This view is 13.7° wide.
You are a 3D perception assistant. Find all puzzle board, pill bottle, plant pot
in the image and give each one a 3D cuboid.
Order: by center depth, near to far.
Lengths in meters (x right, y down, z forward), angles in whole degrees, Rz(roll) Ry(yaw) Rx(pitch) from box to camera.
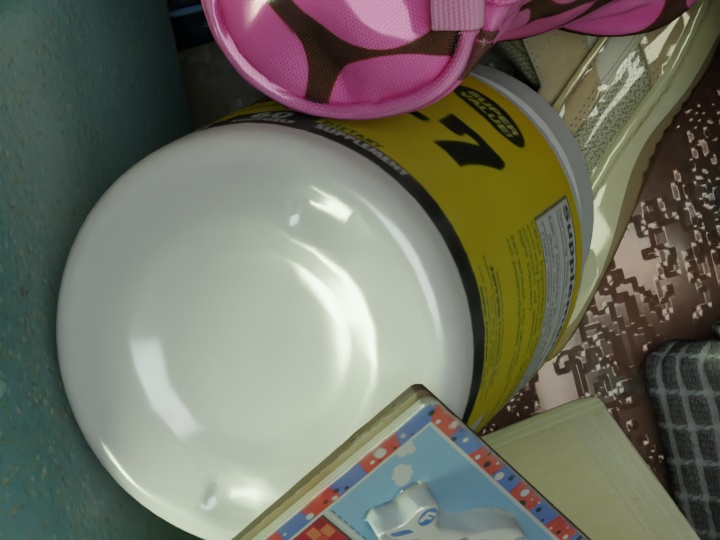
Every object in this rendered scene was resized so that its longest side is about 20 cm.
[{"bbox_3d":[0.011,0.127,0.813,0.151,0.017,0.200,-41,136,5],"label":"puzzle board"},{"bbox_3d":[-0.155,0.019,0.849,0.195,0.200,0.197,-12,96,13],"label":"plant pot"},{"bbox_3d":[0.000,0.000,0.860,0.114,0.200,0.115,4,103,16],"label":"pill bottle"}]

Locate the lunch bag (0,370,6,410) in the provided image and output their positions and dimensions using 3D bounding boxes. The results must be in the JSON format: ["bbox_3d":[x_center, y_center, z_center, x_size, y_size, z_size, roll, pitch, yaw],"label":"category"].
[{"bbox_3d":[-0.188,0.055,0.675,0.199,0.160,0.077,-30,90,14],"label":"lunch bag"}]

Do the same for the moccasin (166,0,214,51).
[{"bbox_3d":[0.001,-0.121,0.957,0.200,0.068,0.081,-34,97,-5],"label":"moccasin"}]

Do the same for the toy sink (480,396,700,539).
[{"bbox_3d":[0.015,0.150,0.931,0.199,0.112,0.131,-21,121,-7],"label":"toy sink"}]

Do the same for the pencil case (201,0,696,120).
[{"bbox_3d":[0.038,-0.093,0.837,0.093,0.200,0.091,22,113,22],"label":"pencil case"}]

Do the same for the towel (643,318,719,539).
[{"bbox_3d":[0.156,0.108,0.945,0.085,0.166,0.201,-11,95,-4],"label":"towel"}]

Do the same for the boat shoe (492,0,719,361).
[{"bbox_3d":[0.073,-0.072,0.971,0.065,0.072,0.201,24,96,-9],"label":"boat shoe"}]
